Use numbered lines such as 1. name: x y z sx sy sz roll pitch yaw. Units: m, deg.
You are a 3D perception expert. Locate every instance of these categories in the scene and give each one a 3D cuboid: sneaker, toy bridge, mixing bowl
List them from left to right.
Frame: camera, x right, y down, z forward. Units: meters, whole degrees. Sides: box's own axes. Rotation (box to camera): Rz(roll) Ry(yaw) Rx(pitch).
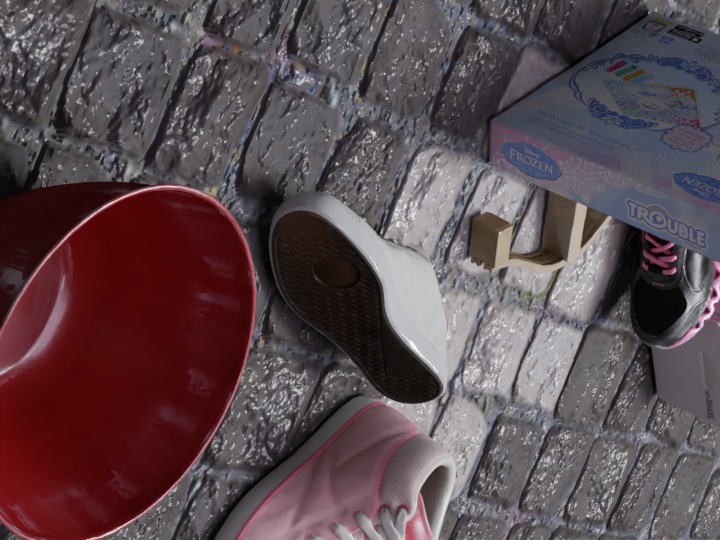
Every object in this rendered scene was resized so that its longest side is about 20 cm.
1. mixing bowl: -0.161 0.033 1.149 0.200 0.108 0.201 -30 132 -40
2. sneaker: -0.016 0.174 1.439 0.200 0.104 0.075 -46 143 -25
3. sneaker: 0.000 0.000 1.403 0.200 0.073 0.085 56 33 -45
4. toy bridge: 0.150 -0.038 1.600 0.200 0.027 0.067 -27 133 -43
5. sneaker: 0.243 -0.039 1.690 0.095 0.079 0.201 13 91 -52

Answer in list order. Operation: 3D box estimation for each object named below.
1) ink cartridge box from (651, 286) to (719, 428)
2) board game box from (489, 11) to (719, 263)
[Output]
1. ink cartridge box: 0.330 0.013 1.824 0.200 0.084 0.146 -44 140 -28
2. board game box: 0.228 -0.097 1.513 0.199 0.200 0.043 -33 136 -38
